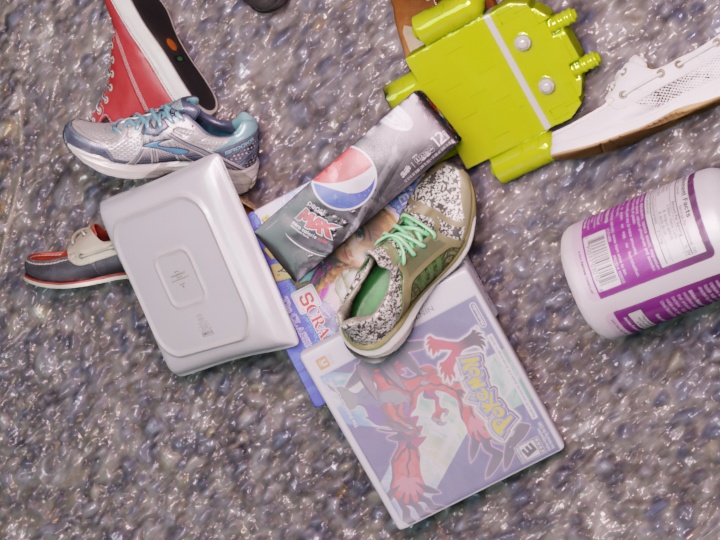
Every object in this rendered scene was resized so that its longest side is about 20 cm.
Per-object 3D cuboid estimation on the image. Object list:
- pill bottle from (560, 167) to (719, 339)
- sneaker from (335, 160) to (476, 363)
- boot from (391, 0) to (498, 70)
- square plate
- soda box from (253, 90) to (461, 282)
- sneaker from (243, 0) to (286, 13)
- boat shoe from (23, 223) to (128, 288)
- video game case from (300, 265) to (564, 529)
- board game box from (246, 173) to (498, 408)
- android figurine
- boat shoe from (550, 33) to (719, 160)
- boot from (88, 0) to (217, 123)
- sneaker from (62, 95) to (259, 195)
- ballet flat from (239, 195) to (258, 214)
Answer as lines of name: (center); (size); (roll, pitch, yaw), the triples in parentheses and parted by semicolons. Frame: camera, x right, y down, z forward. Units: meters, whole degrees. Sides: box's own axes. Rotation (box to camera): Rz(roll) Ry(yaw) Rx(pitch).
pill bottle: (0.286, -0.023, 1.358); (0.199, 0.112, 0.113); (-23, 85, 25)
sneaker: (0.039, -0.012, 1.402); (0.077, 0.089, 0.201); (27, 86, 23)
boot: (0.022, -0.290, 1.493); (0.187, 0.068, 0.201); (-21, 90, 14)
square plate: (-0.168, 0.003, 1.520); (0.199, 0.028, 0.199); (-17, 98, 45)
soda box: (-0.002, -0.079, 1.426); (0.200, 0.071, 0.063); (-41, 91, 10)
sneaker: (-0.141, -0.350, 1.523); (0.075, 0.115, 0.201); (-24, 84, 24)
boat shoe: (-0.268, -0.020, 1.632); (0.199, 0.071, 0.063); (-5, 108, 19)
video game case: (0.068, 0.123, 1.468); (0.182, 0.023, 0.201); (-28, 100, 10)
board game box: (0.000, 0.000, 1.491); (0.199, 0.041, 0.201); (-28, 91, 10)
android figurine: (0.125, -0.175, 1.438); (0.199, 0.041, 0.183); (-23, 104, 25)
boat shoe: (0.256, -0.159, 1.386); (0.199, 0.071, 0.070); (-23, 84, 15)
boot: (-0.255, -0.212, 1.615); (0.144, 0.072, 0.201); (-31, 85, 25)
sneaker: (-0.196, -0.140, 1.547); (0.199, 0.078, 0.087); (7, 123, -13)
ballet flat: (-0.102, -0.026, 1.561); (0.199, 0.065, 0.071); (29, 105, 19)
